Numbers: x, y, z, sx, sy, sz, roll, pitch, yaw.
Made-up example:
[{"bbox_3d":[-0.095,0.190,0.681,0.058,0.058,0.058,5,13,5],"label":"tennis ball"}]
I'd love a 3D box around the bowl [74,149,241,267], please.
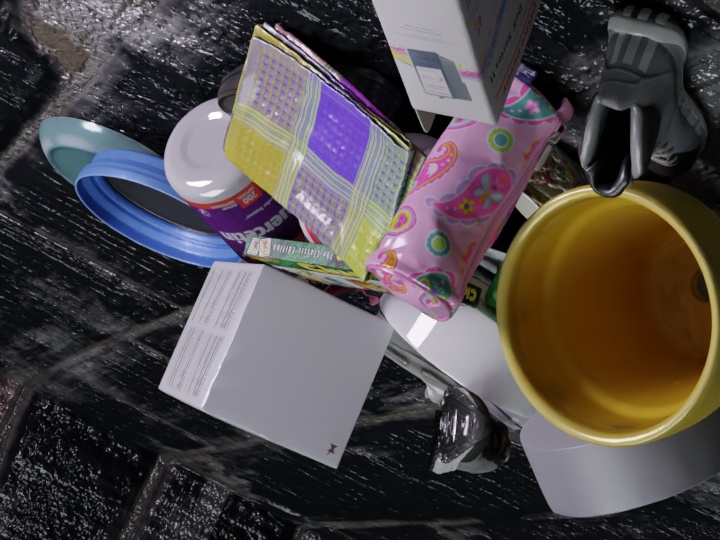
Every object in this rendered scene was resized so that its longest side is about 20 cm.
[{"bbox_3d":[-0.213,-0.068,1.788,0.199,0.040,0.201,20,160,8],"label":"bowl"}]

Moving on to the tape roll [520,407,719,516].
[{"bbox_3d":[0.241,0.137,1.419,0.200,0.200,0.067,-10,105,59],"label":"tape roll"}]

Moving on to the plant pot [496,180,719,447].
[{"bbox_3d":[0.240,0.024,1.307,0.200,0.203,0.188,9,-168,38],"label":"plant pot"}]

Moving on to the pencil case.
[{"bbox_3d":[0.086,-0.061,1.281,0.087,0.201,0.087,31,168,7],"label":"pencil case"}]

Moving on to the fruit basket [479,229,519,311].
[{"bbox_3d":[0.196,0.020,1.574,0.184,0.094,0.200,27,-178,8],"label":"fruit basket"}]

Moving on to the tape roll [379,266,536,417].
[{"bbox_3d":[0.119,0.058,1.613,0.202,0.071,0.203,33,-168,-8],"label":"tape roll"}]

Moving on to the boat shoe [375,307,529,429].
[{"bbox_3d":[0.090,0.108,1.672,0.199,0.066,0.072,36,-168,7],"label":"boat shoe"}]

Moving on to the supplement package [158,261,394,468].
[{"bbox_3d":[-0.087,0.089,1.637,0.151,0.152,0.200,25,173,-17],"label":"supplement package"}]

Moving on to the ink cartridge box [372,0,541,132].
[{"bbox_3d":[0.071,-0.180,1.102,0.067,0.118,0.200,14,159,20],"label":"ink cartridge box"}]

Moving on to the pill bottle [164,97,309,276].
[{"bbox_3d":[-0.100,-0.074,1.601,0.112,0.113,0.200,11,158,33],"label":"pill bottle"}]

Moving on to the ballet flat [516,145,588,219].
[{"bbox_3d":[0.180,-0.053,1.400,0.199,0.064,0.076,31,157,-21],"label":"ballet flat"}]

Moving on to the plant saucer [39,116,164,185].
[{"bbox_3d":[-0.278,-0.108,1.858,0.199,0.028,0.200,21,162,7],"label":"plant saucer"}]

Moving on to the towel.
[{"bbox_3d":[-0.038,-0.100,1.380,0.200,0.023,0.144,42,130,25],"label":"towel"}]

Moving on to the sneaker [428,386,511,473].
[{"bbox_3d":[0.112,0.159,1.592,0.079,0.075,0.200,7,168,0],"label":"sneaker"}]

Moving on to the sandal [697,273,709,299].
[{"bbox_3d":[0.297,0.028,1.431,0.202,0.050,0.083,-20,102,24],"label":"sandal"}]

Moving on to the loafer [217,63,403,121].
[{"bbox_3d":[-0.058,-0.139,1.439,0.199,0.073,0.073,6,156,43],"label":"loafer"}]

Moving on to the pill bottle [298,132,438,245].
[{"bbox_3d":[0.029,-0.063,1.447,0.110,0.111,0.200,31,167,-22],"label":"pill bottle"}]

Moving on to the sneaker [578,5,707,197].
[{"bbox_3d":[0.196,-0.093,1.190,0.075,0.116,0.200,14,159,25],"label":"sneaker"}]

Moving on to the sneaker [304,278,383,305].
[{"bbox_3d":[-0.043,-0.016,1.720,0.199,0.096,0.079,15,161,29],"label":"sneaker"}]

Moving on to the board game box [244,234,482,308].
[{"bbox_3d":[0.000,0.000,1.460,0.199,0.024,0.105,8,168,43],"label":"board game box"}]
